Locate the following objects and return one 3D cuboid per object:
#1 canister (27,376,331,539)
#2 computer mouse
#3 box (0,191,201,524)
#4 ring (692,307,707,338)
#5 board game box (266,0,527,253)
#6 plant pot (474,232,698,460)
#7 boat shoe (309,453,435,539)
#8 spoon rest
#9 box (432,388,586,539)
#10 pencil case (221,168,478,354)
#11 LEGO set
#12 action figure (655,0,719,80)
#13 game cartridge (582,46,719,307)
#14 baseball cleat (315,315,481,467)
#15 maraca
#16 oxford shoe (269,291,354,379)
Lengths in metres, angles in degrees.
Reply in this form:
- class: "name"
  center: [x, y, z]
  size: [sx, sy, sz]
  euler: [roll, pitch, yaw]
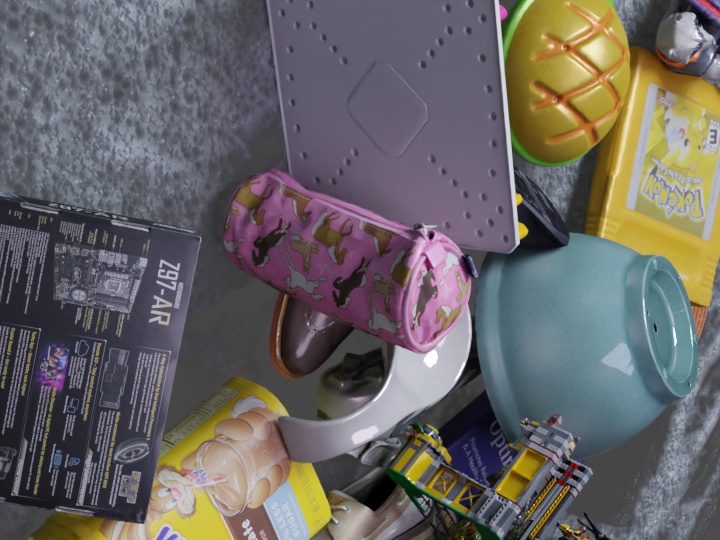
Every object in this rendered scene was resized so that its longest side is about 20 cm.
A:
- class: "canister"
  center: [-0.128, 0.192, 1.241]
  size: [0.200, 0.086, 0.149]
  euler: [-39, 123, -28]
- class: "computer mouse"
  center: [0.085, -0.087, 1.336]
  size: [0.046, 0.141, 0.200]
  euler: [-39, 140, 16]
- class: "box"
  center: [-0.203, 0.057, 1.122]
  size: [0.159, 0.044, 0.202]
  euler: [10, 95, -12]
- class: "ring"
  center: [0.267, 0.036, 1.578]
  size: [0.199, 0.019, 0.202]
  euler: [-11, 108, -37]
- class: "board game box"
  center: [0.026, -0.120, 1.220]
  size: [0.026, 0.199, 0.201]
  euler: [-30, 120, -48]
- class: "plant pot"
  center: [0.199, 0.056, 1.396]
  size: [0.200, 0.133, 0.202]
  euler: [31, 53, -52]
- class: "boat shoe"
  center: [-0.019, 0.210, 1.350]
  size: [0.199, 0.074, 0.069]
  euler: [-27, 117, -44]
- class: "spoon rest"
  center: [0.025, 0.078, 1.271]
  size: [0.200, 0.060, 0.100]
  euler: [-40, 124, -35]
- class: "box"
  center: [0.133, 0.157, 1.488]
  size: [0.200, 0.032, 0.122]
  euler: [-38, 123, -28]
- class: "pencil case"
  center: [-0.014, -0.011, 1.212]
  size: [0.087, 0.199, 0.083]
  euler: [-59, 140, -11]
- class: "LEGO set"
  center: [0.124, 0.178, 1.349]
  size: [0.116, 0.153, 0.200]
  euler: [-50, 128, -17]
- class: "action figure"
  center: [0.340, -0.185, 1.491]
  size: [0.193, 0.200, 0.105]
  euler: [10, 120, -39]
- class: "game cartridge"
  center: [0.280, -0.082, 1.532]
  size: [0.176, 0.032, 0.202]
  euler: [17, 80, -41]
- class: "baseball cleat"
  center: [0.039, 0.098, 1.382]
  size: [0.199, 0.070, 0.107]
  euler: [-15, 127, -34]
- class: "maraca"
  center: [0.166, -0.185, 1.377]
  size: [0.136, 0.107, 0.202]
  euler: [0, 101, -38]
- class: "oxford shoe"
  center: [0.000, 0.000, 1.306]
  size: [0.071, 0.072, 0.201]
  euler: [42, 74, -38]
